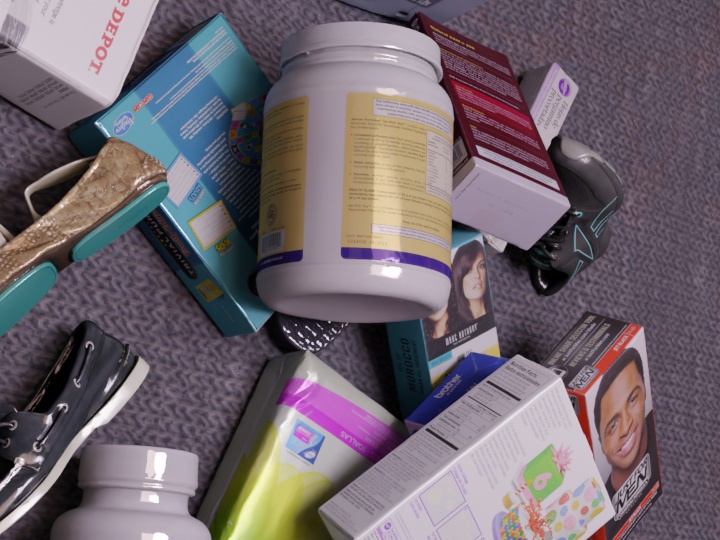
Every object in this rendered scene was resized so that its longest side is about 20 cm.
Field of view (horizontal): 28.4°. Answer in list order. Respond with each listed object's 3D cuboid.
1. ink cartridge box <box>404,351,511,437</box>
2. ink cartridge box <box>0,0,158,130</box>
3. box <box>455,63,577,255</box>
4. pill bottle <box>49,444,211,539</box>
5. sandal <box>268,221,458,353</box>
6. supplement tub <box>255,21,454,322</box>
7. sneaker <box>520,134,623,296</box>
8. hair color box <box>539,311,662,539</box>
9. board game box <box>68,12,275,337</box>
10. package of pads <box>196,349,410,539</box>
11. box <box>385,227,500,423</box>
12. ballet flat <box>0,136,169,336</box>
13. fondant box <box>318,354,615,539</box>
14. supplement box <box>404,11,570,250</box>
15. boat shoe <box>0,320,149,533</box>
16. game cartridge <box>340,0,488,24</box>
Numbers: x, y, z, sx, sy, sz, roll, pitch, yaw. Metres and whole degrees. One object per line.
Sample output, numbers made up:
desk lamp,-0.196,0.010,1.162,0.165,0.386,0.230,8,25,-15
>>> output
ink cartridge box,0.106,0.175,1.161,0.094,0.044,0.200,-41,125,-35
ink cartridge box,-0.248,-0.214,0.998,0.200,0.084,0.145,32,63,-29
box,0.141,-0.101,1.300,0.039,0.041,0.200,42,58,-26
pill bottle,-0.160,0.223,0.972,0.112,0.112,0.201,12,75,-36
sandal,-0.001,0.000,1.187,0.200,0.043,0.076,-32,94,-30
supplement tub,-0.003,-0.070,1.066,0.145,0.145,0.201,11,75,-36
sneaker,0.184,-0.043,1.264,0.079,0.075,0.200,-49,154,-17
hair color box,0.210,0.148,1.258,0.101,0.061,0.200,-43,133,-34
board game box,-0.107,-0.073,1.107,0.151,0.047,0.200,-48,111,-33
package of pads,-0.038,0.186,1.102,0.154,0.068,0.200,39,61,-25
box,0.072,0.071,1.183,0.082,0.049,0.201,-25,114,-35
ballet flat,-0.224,-0.021,0.992,0.200,0.071,0.065,-41,80,-19
fondant box,0.084,0.181,1.072,0.200,0.058,0.145,-35,120,-17
supplement box,0.094,-0.120,1.203,0.109,0.061,0.200,20,38,-33
boat shoe,-0.226,0.108,0.966,0.066,0.074,0.199,52,55,-16
game cartridge,0.020,-0.262,1.184,0.200,0.133,0.042,15,73,-36
